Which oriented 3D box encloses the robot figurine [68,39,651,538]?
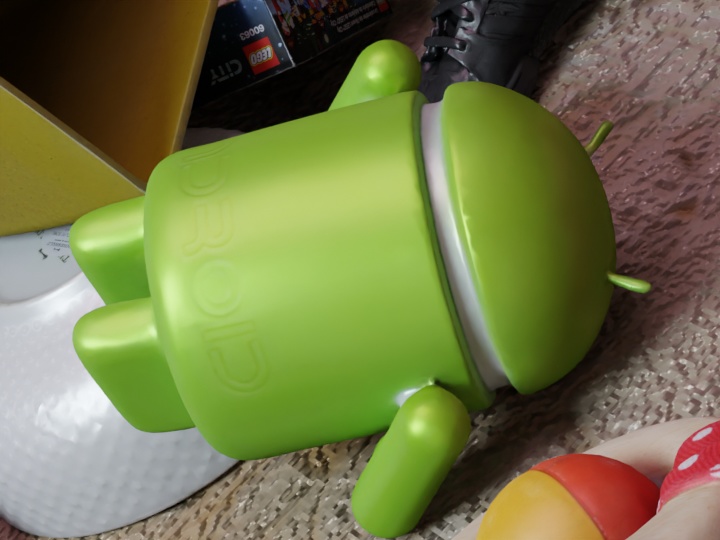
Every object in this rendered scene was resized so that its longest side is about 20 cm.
[{"bbox_3d":[0.000,0.000,0.832,0.200,0.116,0.176,-14,54,9],"label":"robot figurine"}]

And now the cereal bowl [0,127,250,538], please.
[{"bbox_3d":[-0.102,0.010,0.972,0.200,0.083,0.200,-27,33,19],"label":"cereal bowl"}]

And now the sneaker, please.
[{"bbox_3d":[0.055,-0.144,0.987,0.200,0.104,0.060,-52,34,-16],"label":"sneaker"}]

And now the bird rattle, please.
[{"bbox_3d":[0.077,0.080,0.695,0.200,0.113,0.163,-43,15,-15],"label":"bird rattle"}]

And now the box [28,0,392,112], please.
[{"bbox_3d":[-0.097,-0.087,1.082,0.200,0.038,0.137,-21,7,24],"label":"box"}]

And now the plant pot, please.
[{"bbox_3d":[-0.191,-0.124,0.968,0.176,0.200,0.200,-26,40,38],"label":"plant pot"}]
